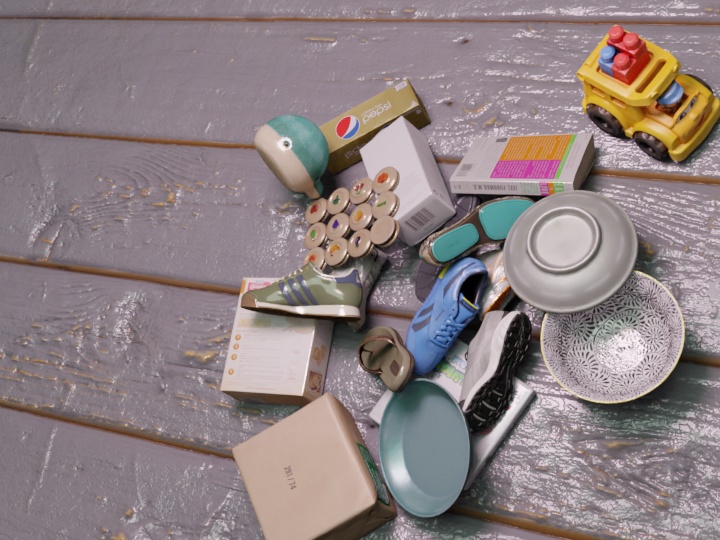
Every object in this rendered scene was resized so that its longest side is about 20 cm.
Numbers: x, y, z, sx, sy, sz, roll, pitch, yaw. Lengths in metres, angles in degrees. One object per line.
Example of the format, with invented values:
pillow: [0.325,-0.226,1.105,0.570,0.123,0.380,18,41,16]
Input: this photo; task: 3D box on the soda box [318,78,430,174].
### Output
soda box: [0.015,-0.249,1.846,0.200,0.068,0.064,-27,61,11]

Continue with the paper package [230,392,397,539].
paper package: [-0.072,0.322,1.623,0.191,0.103,0.200,-32,59,9]

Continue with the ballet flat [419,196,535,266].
ballet flat: [0.176,-0.063,1.628,0.200,0.075,0.068,-25,98,-16]

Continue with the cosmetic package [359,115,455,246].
cosmetic package: [0.075,-0.148,1.742,0.102,0.074,0.200,-36,44,22]

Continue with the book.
book: [0.257,-0.166,1.680,0.200,0.048,0.134,4,38,27]

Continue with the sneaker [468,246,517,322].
sneaker: [0.228,-0.017,1.652,0.200,0.076,0.092,-50,54,-3]

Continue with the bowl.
bowl: [0.368,0.105,1.523,0.201,0.094,0.201,-9,66,21]

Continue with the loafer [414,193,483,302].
loafer: [0.153,-0.032,1.700,0.072,0.063,0.200,15,79,42]

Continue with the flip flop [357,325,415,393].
flip flop: [0.028,0.133,1.631,0.200,0.058,0.081,-134,63,-71]

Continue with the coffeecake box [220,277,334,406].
coffeecake box: [-0.132,0.116,1.753,0.153,0.073,0.200,1,69,24]

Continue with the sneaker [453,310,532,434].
sneaker: [0.186,0.151,1.579,0.079,0.074,0.200,12,73,48]

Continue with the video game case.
video game case: [0.138,0.206,1.624,0.200,0.024,0.182,34,85,31]

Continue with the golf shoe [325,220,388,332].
golf shoe: [0.000,0.000,1.747,0.097,0.078,0.200,-14,65,12]

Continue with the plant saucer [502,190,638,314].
plant saucer: [0.298,-0.037,1.534,0.200,0.050,0.200,-11,60,19]

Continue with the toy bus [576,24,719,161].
toy bus: [0.432,-0.284,1.605,0.200,0.192,0.136,37,85,30]

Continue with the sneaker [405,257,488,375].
sneaker: [0.131,0.073,1.605,0.200,0.066,0.078,-63,27,3]

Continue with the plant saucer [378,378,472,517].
plant saucer: [0.102,0.258,1.552,0.200,0.036,0.200,-9,79,51]

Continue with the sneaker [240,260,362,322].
sneaker: [-0.090,0.028,1.688,0.200,0.067,0.090,5,79,16]

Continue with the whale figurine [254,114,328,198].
whale figurine: [-0.107,-0.195,1.802,0.104,0.200,0.159,-40,81,-5]

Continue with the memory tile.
memory tile: [-0.018,-0.080,1.724,0.200,0.017,0.153,-22,52,34]
